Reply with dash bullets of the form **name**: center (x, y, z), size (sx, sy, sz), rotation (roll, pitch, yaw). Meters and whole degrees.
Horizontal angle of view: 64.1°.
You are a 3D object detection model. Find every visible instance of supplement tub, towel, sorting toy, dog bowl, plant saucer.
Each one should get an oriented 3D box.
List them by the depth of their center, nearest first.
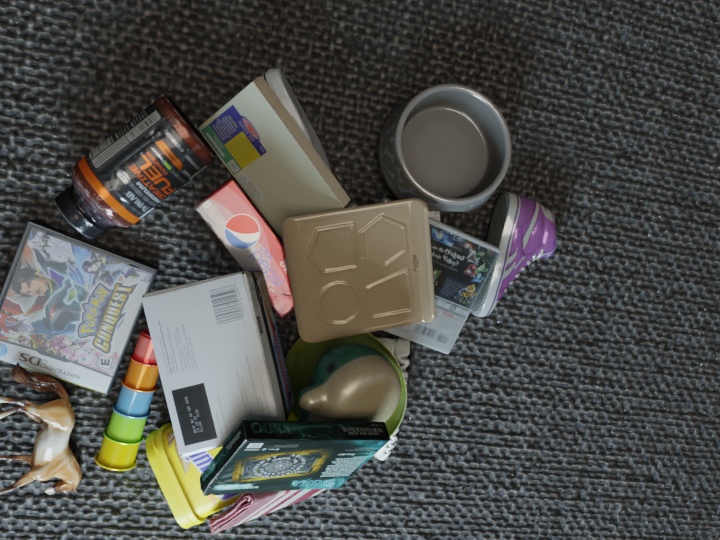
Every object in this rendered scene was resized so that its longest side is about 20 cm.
- **supplement tub**: center (-0.301, -0.131, 0.765), size (0.200, 0.107, 0.107), rotation (-39, 104, -2)
- **sorting toy**: center (0.000, 0.000, 0.804), size (0.199, 0.036, 0.186), rotation (-8, 110, -3)
- **towel**: center (-0.104, 0.321, 0.834), size (0.199, 0.144, 0.023), rotation (-2, 58, -44)
- **dog bowl**: center (0.130, -0.179, 0.844), size (0.199, 0.059, 0.201), rotation (1, 87, -11)
- **plant saucer**: center (-0.024, 0.176, 0.873), size (0.199, 0.031, 0.201), rotation (3, 100, 17)

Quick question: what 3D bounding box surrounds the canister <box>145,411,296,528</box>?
- **canister**: center (-0.190, 0.265, 0.848), size (0.199, 0.087, 0.149), rotation (-24, 92, -2)

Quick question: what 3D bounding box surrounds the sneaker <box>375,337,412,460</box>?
- **sneaker**: center (0.032, 0.198, 0.909), size (0.081, 0.075, 0.201), rotation (7, 98, 5)

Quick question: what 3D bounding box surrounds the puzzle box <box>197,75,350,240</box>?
- **puzzle box**: center (-0.120, -0.147, 0.791), size (0.133, 0.025, 0.200), rotation (-22, 112, 39)

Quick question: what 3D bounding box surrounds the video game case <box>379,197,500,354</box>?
- **video game case**: center (0.084, 0.013, 0.853), size (0.199, 0.023, 0.182), rotation (21, 102, -16)

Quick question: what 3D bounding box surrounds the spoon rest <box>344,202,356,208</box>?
- **spoon rest**: center (0.014, -0.017, 0.877), size (0.099, 0.061, 0.200), rotation (-30, 117, -3)

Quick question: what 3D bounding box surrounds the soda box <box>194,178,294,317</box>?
- **soda box**: center (-0.149, -0.032, 0.832), size (0.070, 0.063, 0.200), rotation (-37, 103, -3)

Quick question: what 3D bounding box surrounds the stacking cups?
- **stacking cups**: center (-0.333, 0.185, 0.840), size (0.060, 0.060, 0.201), rotation (15, 92, -13)

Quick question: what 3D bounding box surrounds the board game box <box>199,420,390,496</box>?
- **board game box**: center (-0.079, 0.231, 0.711), size (0.199, 0.028, 0.135), rotation (12, 131, -34)

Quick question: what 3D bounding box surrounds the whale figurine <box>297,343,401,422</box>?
- **whale figurine**: center (-0.040, 0.185, 0.793), size (0.200, 0.104, 0.159), rotation (-48, 136, 6)

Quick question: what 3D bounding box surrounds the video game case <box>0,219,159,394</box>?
- **video game case**: center (-0.410, 0.055, 0.816), size (0.180, 0.026, 0.201), rotation (22, 95, -13)

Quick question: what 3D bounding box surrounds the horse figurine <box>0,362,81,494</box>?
- **horse figurine**: center (-0.452, 0.232, 0.806), size (0.132, 0.050, 0.201), rotation (5, 95, -38)

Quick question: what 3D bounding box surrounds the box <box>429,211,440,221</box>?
- **box**: center (0.106, -0.003, 0.898), size (0.041, 0.039, 0.201), rotation (-7, 101, -8)

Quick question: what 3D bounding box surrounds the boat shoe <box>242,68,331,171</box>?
- **boat shoe**: center (-0.101, -0.181, 0.821), size (0.071, 0.072, 0.201), rotation (-22, 102, 13)

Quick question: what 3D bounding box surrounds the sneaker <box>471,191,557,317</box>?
- **sneaker**: center (0.249, -0.012, 0.910), size (0.114, 0.073, 0.201), rotation (17, 96, -17)

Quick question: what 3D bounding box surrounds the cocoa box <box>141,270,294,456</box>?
- **cocoa box**: center (-0.176, 0.110, 0.744), size (0.133, 0.131, 0.201), rotation (-14, 90, 1)
